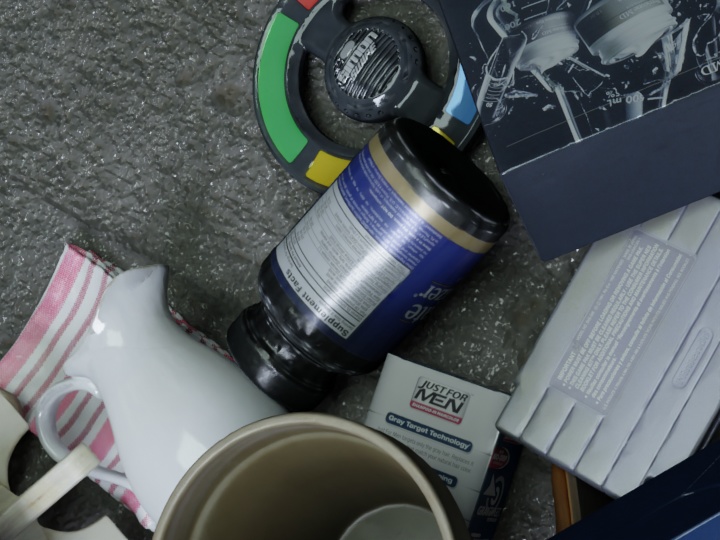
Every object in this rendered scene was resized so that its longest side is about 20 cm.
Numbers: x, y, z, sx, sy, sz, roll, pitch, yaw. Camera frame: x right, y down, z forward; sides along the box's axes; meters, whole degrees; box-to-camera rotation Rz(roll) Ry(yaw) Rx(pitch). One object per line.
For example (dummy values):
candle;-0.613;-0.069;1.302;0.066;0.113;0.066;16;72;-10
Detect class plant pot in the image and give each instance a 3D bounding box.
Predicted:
plant pot;-0.003;0.193;1.000;0.199;0.173;0.201;-4;79;23

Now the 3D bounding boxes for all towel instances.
towel;-0.190;0.087;1.254;0.200;0.030;0.147;34;96;26

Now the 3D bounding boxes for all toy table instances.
toy table;-0.255;0.183;1.173;0.117;0.200;0.184;-42;104;-28

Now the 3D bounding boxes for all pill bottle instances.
pill bottle;0.000;0.000;1.130;0.200;0.112;0.112;-47;65;19

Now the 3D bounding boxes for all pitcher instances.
pitcher;-0.138;0.123;1.166;0.200;0.121;0.172;50;117;16

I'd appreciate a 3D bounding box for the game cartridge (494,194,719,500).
game cartridge;0.186;0.044;1.043;0.129;0.038;0.201;28;85;30

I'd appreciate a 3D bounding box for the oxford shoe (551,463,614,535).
oxford shoe;0.137;0.213;1.061;0.071;0.071;0.201;-12;74;33

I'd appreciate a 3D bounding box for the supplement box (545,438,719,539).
supplement box;0.207;0.228;0.934;0.199;0.134;0.201;-31;93;6

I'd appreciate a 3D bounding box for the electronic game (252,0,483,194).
electronic game;0.010;-0.148;1.201;0.199;0.042;0.201;-5;78;24

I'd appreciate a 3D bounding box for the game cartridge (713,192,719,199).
game cartridge;0.261;-0.004;1.063;0.133;0.041;0.201;23;90;30

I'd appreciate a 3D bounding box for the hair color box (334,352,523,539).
hair color box;0.039;0.169;1.116;0.100;0.060;0.201;18;88;26

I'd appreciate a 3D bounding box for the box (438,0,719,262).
box;0.171;-0.136;1.047;0.199;0.104;0.183;-23;53;9

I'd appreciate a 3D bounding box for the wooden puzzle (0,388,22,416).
wooden puzzle;-0.362;0.170;1.314;0.184;0.037;0.201;17;93;29
